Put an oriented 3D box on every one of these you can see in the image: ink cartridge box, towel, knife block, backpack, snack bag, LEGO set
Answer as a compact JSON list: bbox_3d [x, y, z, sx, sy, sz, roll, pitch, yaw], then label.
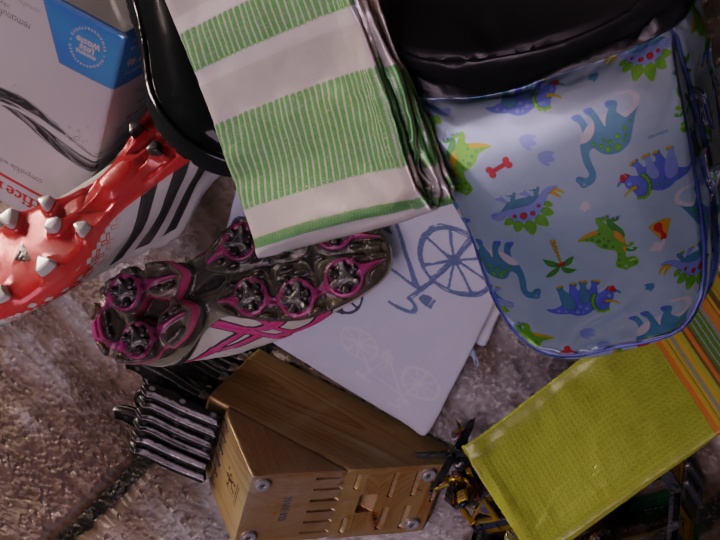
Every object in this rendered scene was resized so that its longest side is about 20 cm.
[{"bbox_3d":[-0.201,-0.101,1.059,0.116,0.068,0.200,29,126,12],"label":"ink cartridge box"},{"bbox_3d":[-0.040,-0.110,0.809,0.153,0.023,0.200,-14,99,50],"label":"towel"},{"bbox_3d":[-0.059,0.098,1.106,0.176,0.200,0.064,-117,35,-46],"label":"knife block"},{"bbox_3d":[0.110,-0.054,0.827,0.163,0.154,0.200,-13,137,9],"label":"backpack"},{"bbox_3d":[0.000,0.000,1.032,0.189,0.021,0.200,30,133,9],"label":"snack bag"},{"bbox_3d":[0.109,0.147,0.973,0.200,0.154,0.116,-12,127,36],"label":"LEGO set"},{"bbox_3d":[0.155,0.073,0.921,0.200,0.018,0.086,-38,59,11],"label":"towel"}]

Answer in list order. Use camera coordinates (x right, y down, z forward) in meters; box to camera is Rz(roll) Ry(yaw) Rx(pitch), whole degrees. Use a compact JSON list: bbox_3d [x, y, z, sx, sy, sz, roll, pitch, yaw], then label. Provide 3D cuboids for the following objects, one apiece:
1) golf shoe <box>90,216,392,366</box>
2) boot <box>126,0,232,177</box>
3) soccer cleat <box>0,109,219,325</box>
[{"bbox_3d":[-0.065,0.010,1.026,0.200,0.092,0.073,-16,77,23],"label":"golf shoe"},{"bbox_3d":[-0.081,-0.172,0.901,0.163,0.073,0.198,107,148,-46],"label":"boot"},{"bbox_3d":[-0.153,-0.030,1.015,0.200,0.085,0.069,-43,54,-1],"label":"soccer cleat"}]
